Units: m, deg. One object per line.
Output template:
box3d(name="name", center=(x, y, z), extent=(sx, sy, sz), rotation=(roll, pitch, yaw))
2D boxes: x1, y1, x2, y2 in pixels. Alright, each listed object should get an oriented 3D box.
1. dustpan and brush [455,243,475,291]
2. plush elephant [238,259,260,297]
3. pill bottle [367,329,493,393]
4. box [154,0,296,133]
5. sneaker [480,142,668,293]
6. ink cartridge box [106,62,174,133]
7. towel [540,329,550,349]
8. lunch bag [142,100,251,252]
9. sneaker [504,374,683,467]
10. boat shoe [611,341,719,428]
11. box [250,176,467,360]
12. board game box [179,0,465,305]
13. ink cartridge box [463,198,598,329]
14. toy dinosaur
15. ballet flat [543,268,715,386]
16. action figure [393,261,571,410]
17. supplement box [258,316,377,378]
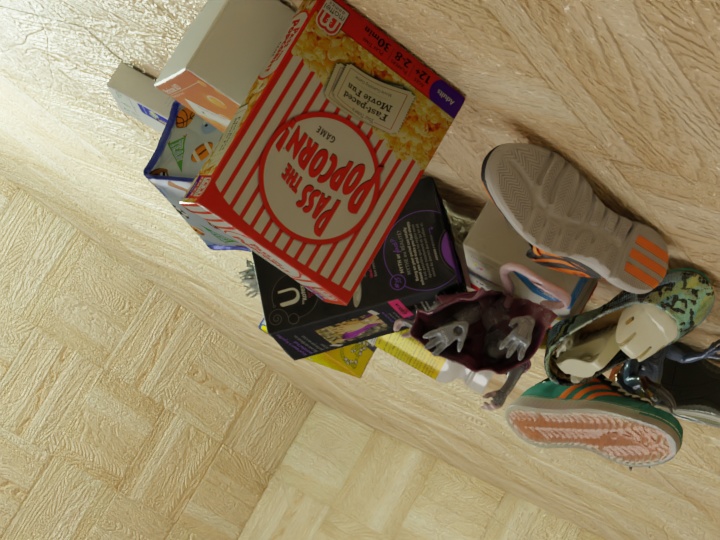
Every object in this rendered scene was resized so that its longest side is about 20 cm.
box3d(name="dustpan and brush", center=(0.131, 0.014, 1.550), extent=(0.200, 0.057, 0.139), rotation=(20, 178, 45))
box3d(name="plush elephant", center=(-0.055, -0.031, 1.723), extent=(0.199, 0.155, 0.165), rotation=(0, 131, -13))
box3d(name="pill bottle", center=(0.090, 0.074, 1.869), extent=(0.200, 0.113, 0.112), rotation=(30, 170, 5))
box3d(name="box", center=(-0.062, -0.152, 1.264), extent=(0.200, 0.098, 0.124), rotation=(34, 169, -17))
box3d(name="sneaker", center=(0.160, -0.040, 1.236), extent=(0.200, 0.078, 0.112), rotation=(35, 168, -25))
box3d(name="ink cartridge box", center=(-0.203, -0.173, 1.722), extent=(0.200, 0.039, 0.099), rotation=(31, 170, 7))
box3d(name="towel", center=(0.186, 0.058, 1.616), extent=(0.143, 0.023, 0.200), rotation=(24, -171, 36))
box3d(name="lunch bag", center=(-0.097, -0.097, 1.540), extent=(0.199, 0.124, 0.170), rotation=(8, 158, 28))
box3d(name="sneaker", center=(0.232, 0.131, 1.380), extent=(0.200, 0.080, 0.072), rotation=(5, 130, 48))
box3d(name="boat shoe", center=(0.358, 0.128, 1.503), extent=(0.201, 0.075, 0.065), rotation=(16, 160, 31))
box3d(name="box", center=(0.000, 0.000, 1.478), extent=(0.199, 0.123, 0.106), rotation=(-15, 159, 7))
box3d(name="board game box", center=(-0.027, -0.096, 1.149), extent=(0.151, 0.200, 0.046), rotation=(34, 169, -23))
box3d(name="ink cartridge box", center=(0.170, 0.000, 1.424), extent=(0.116, 0.067, 0.200), rotation=(28, 170, 14))
box3d(name="toy dinosaur", center=(0.268, 0.101, 1.420), extent=(0.199, 0.105, 0.182), rotation=(3, 115, 36))
box3d(name="ballet flat", center=(0.241, 0.061, 1.318), extent=(0.074, 0.074, 0.200), rotation=(33, 144, -16))
box3d(name="action figure", center=(0.116, 0.042, 1.377), extent=(0.134, 0.149, 0.200), rotation=(36, -170, 7))
box3d(name="supplement box", center=(-0.060, 0.088, 2.361), extent=(0.109, 0.109, 0.200), rotation=(36, 168, -30))
